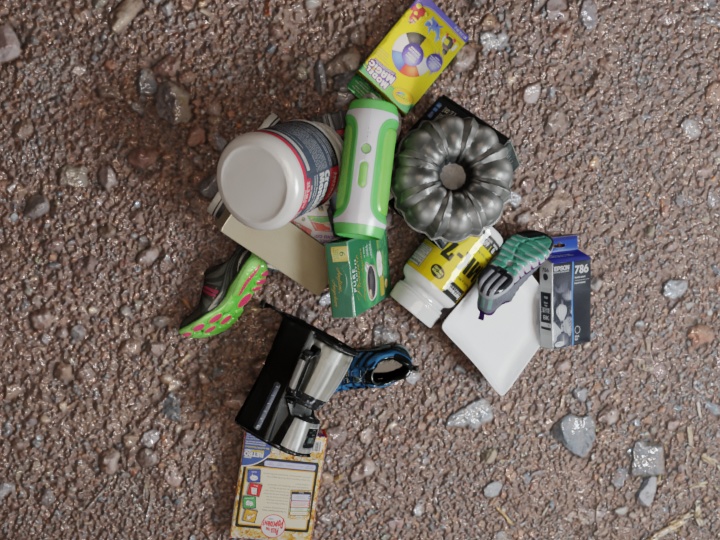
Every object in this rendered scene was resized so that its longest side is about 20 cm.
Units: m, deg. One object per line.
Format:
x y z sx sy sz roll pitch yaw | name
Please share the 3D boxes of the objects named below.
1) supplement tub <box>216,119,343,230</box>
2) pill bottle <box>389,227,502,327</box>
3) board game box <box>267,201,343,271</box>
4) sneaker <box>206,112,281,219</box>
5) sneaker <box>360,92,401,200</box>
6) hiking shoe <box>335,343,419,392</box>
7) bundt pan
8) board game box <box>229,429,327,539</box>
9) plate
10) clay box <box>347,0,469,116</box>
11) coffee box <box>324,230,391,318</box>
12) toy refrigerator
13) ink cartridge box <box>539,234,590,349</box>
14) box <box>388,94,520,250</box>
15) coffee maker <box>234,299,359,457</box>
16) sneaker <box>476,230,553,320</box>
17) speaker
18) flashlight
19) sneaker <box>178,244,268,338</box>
-0.112 -0.151 1.116 0.139 0.200 0.142 8 111 22 | supplement tub
0.147 -0.007 1.290 0.114 0.114 0.201 37 91 -11 | pill bottle
-0.079 -0.087 1.281 0.151 0.040 0.203 14 95 -10 | board game box
-0.174 -0.163 1.240 0.079 0.079 0.201 33 102 -6 | sneaker
0.015 -0.200 1.200 0.077 0.099 0.202 -17 59 28 | sneaker
-0.002 0.175 1.302 0.198 0.087 0.075 -16 99 -7 | hiking shoe
0.142 -0.145 1.125 0.199 0.076 0.205 0 89 0 | bundt pan
-0.148 0.382 1.325 0.150 0.046 0.203 9 96 -10 | board game box
0.252 0.088 1.331 0.200 0.032 0.200 47 74 -23 | plate
0.080 -0.359 1.269 0.115 0.048 0.201 39 89 -11 | clay box
0.000 0.000 1.227 0.043 0.200 0.125 -2 99 20 | coffee box
-0.133 -0.047 1.209 0.199 0.070 0.076 34 91 -23 | toy refrigerator
0.377 0.039 1.355 0.098 0.039 0.203 -8 98 -28 | ink cartridge box
0.138 -0.166 1.240 0.200 0.086 0.164 -47 58 0 | box
-0.123 0.187 1.252 0.134 0.191 0.202 30 87 -45 | coffee maker
0.262 0.005 1.287 0.199 0.074 0.088 -35 146 -33 | sneaker
0.008 -0.151 1.116 0.087 0.088 0.203 7 87 -10 | speaker
-0.032 -0.162 1.227 0.067 0.067 0.202 -22 102 -31 | flashlight
-0.239 0.039 1.265 0.200 0.077 0.084 -46 58 9 | sneaker
